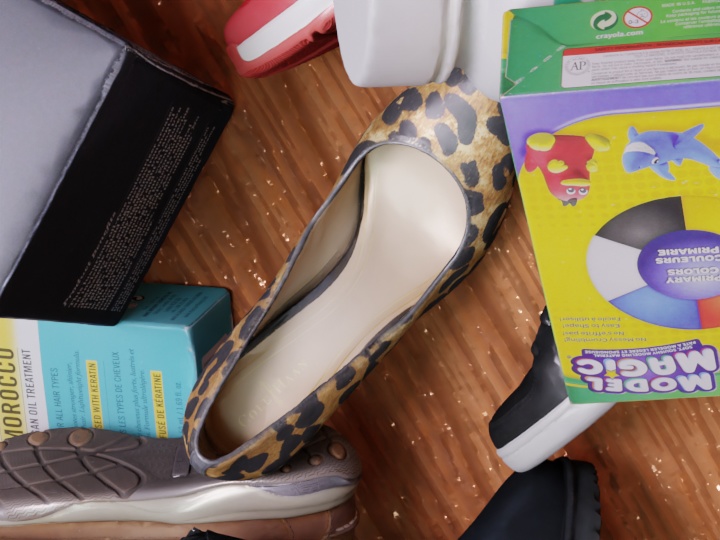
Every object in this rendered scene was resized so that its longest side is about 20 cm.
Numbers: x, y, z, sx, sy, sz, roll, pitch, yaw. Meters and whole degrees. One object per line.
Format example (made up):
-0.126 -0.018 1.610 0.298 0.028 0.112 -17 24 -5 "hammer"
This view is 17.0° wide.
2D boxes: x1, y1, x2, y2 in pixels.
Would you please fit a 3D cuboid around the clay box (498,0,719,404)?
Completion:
0.121 -0.014 0.865 0.114 0.048 0.200 -4 139 12 "clay box"

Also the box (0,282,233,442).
-0.157 0.047 1.118 0.199 0.049 0.083 3 111 20 "box"

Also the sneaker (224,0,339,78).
0.001 -0.175 0.968 0.200 0.078 0.116 -38 85 16 "sneaker"

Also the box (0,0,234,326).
-0.181 -0.074 0.979 0.199 0.198 0.124 29 91 9 "box"

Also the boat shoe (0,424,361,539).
-0.097 0.113 1.048 0.199 0.076 0.072 -2 113 9 "boat shoe"

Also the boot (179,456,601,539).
0.009 0.129 0.982 0.167 0.200 0.077 14 125 0 "boot"

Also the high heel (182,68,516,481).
0.000 0.000 0.985 0.071 0.143 0.200 36 119 4 "high heel"

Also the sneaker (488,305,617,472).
0.098 -0.019 0.988 0.112 0.073 0.200 44 111 4 "sneaker"

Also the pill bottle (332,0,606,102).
0.093 -0.118 0.877 0.199 0.113 0.114 -4 112 -9 "pill bottle"
